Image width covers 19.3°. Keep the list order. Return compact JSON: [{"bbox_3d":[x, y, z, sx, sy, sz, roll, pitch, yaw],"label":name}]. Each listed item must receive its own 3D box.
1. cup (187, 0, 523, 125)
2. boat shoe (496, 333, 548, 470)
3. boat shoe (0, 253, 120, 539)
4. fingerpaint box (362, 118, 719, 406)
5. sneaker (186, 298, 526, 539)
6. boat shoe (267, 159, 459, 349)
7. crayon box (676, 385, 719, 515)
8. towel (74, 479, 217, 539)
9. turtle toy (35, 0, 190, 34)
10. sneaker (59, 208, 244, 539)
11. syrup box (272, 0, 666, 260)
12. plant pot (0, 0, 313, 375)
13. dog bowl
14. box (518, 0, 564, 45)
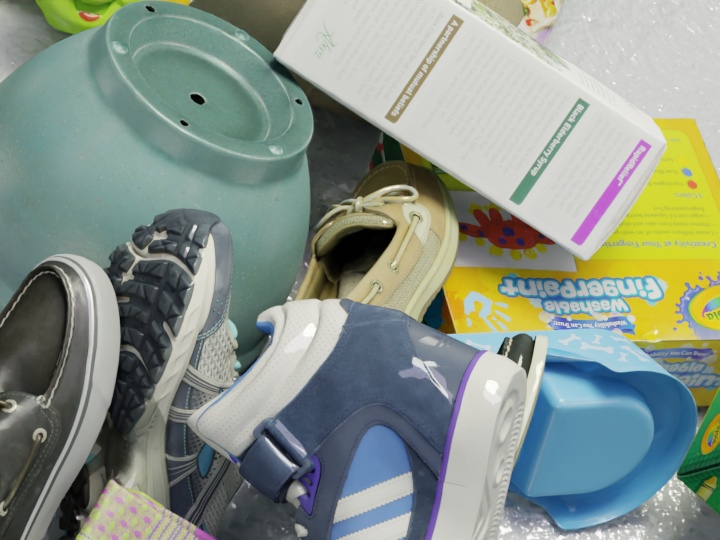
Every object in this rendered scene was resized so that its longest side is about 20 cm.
[{"bbox_3d":[0.011,-0.166,1.247,0.143,0.200,0.200,46,49,-7],"label":"cup"},{"bbox_3d":[0.031,0.115,1.033,0.066,0.200,0.075,23,10,4],"label":"boat shoe"},{"bbox_3d":[-0.169,0.085,0.977,0.069,0.057,0.200,16,85,31],"label":"boat shoe"},{"bbox_3d":[0.117,-0.005,1.217,0.200,0.073,0.167,-1,53,-21],"label":"fingerpaint box"},{"bbox_3d":[-0.015,0.112,0.970,0.146,0.200,0.081,16,8,17],"label":"sneaker"},{"bbox_3d":[-0.002,0.001,1.090,0.063,0.073,0.201,51,38,-27],"label":"boat shoe"},{"bbox_3d":[0.265,0.068,1.151,0.119,0.058,0.200,41,58,-14],"label":"crayon box"},{"bbox_3d":[-0.066,0.205,0.963,0.200,0.023,0.144,35,66,-12],"label":"towel"},{"bbox_3d":[-0.163,-0.210,1.254,0.145,0.101,0.200,6,51,-16],"label":"turtle toy"},{"bbox_3d":[-0.087,0.065,1.026,0.086,0.200,0.078,2,20,-38],"label":"sneaker"},{"bbox_3d":[0.059,-0.096,1.127,0.200,0.081,0.079,34,13,-7],"label":"syrup box"},{"bbox_3d":[-0.105,-0.053,1.093,0.200,0.134,0.200,24,35,-18],"label":"plant pot"},{"bbox_3d":[0.078,0.082,1.114,0.200,0.112,0.050,-1,37,-21],"label":"dog bowl"},{"bbox_3d":[0.093,-0.137,1.335,0.039,0.041,0.200,25,49,0],"label":"box"}]
